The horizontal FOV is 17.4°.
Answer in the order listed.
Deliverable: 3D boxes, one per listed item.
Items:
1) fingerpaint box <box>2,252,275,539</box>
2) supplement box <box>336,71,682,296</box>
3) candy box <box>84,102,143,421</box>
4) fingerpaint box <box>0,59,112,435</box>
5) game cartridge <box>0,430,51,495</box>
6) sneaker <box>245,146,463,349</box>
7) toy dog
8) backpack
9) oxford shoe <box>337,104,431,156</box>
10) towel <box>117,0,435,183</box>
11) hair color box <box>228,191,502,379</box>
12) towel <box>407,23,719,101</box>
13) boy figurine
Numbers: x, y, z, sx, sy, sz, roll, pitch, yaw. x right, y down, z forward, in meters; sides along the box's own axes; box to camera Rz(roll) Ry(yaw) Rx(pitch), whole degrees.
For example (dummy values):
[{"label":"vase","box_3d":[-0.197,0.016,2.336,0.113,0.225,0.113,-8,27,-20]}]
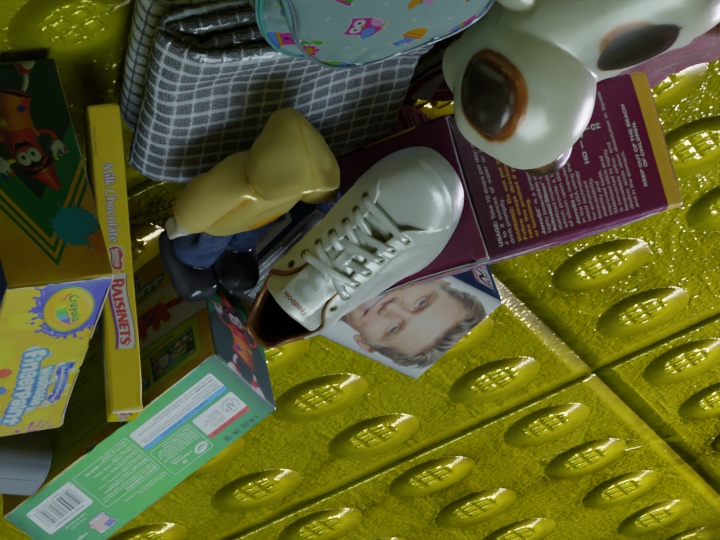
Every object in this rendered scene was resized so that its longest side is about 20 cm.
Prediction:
[{"label":"fingerpaint box","box_3d":[-0.165,0.090,1.705,0.200,0.167,0.073,-38,122,14]},{"label":"supplement box","box_3d":[0.104,-0.061,1.639,0.199,0.104,0.131,-16,179,-40]},{"label":"candy box","box_3d":[-0.163,-0.003,1.558,0.026,0.201,0.102,-4,174,-10]},{"label":"fingerpaint box","box_3d":[-0.232,-0.011,1.545,0.073,0.167,0.200,-7,152,-22]},{"label":"game cartridge","box_3d":[-0.298,0.076,1.655,0.133,0.200,0.041,15,120,-47]},{"label":"sneaker","box_3d":[-0.006,-0.004,1.549,0.200,0.073,0.085,-44,-178,44]},{"label":"toy dog","box_3d":[0.138,-0.153,1.473,0.200,0.194,0.139,-47,158,5]},{"label":"backpack","box_3d":[0.002,-0.207,1.366,0.175,0.154,0.200,-22,160,-5]},{"label":"oxford shoe","box_3d":[0.041,-0.068,1.737,0.074,0.071,0.200,-28,151,32]},{"label":"towel","box_3d":[-0.051,-0.135,1.533,0.199,0.086,0.166,-10,153,-16]},{"label":"hair color box","box_3d":[0.000,0.000,1.735,0.200,0.061,0.100,25,123,-39]},{"label":"towel","box_3d":[0.145,-0.146,1.648,0.199,0.023,0.144,-3,170,-23]},{"label":"boy figurine","box_3d":[-0.062,-0.047,1.540,0.124,0.065,0.200,-12,165,-30]}]
